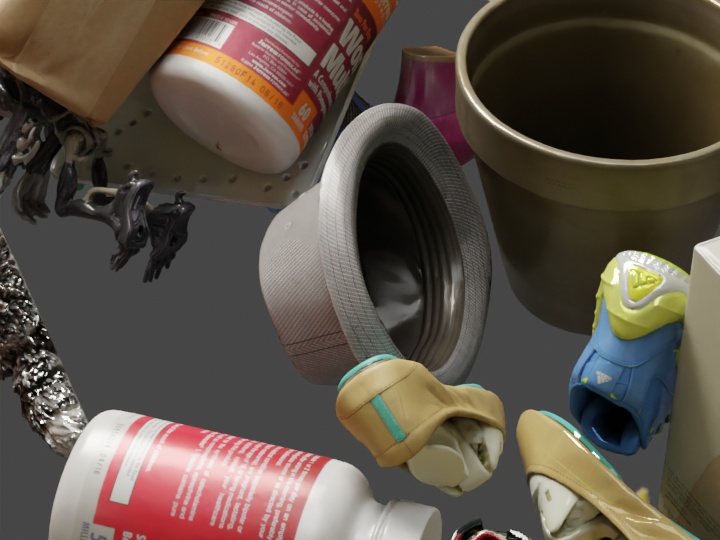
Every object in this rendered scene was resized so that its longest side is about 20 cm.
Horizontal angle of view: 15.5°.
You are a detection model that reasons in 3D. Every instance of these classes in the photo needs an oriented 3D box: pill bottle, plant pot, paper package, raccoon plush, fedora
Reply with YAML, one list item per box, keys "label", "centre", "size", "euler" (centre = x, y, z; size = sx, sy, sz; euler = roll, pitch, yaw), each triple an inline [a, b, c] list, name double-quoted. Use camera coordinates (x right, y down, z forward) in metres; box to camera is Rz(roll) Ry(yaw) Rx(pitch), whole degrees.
- label: "pill bottle"
  centre: [-0.061, 0.150, 1.449]
  size: [0.199, 0.113, 0.113]
  euler: [12, 41, 13]
- label: "plant pot"
  centre: [0.154, -0.060, 1.653]
  size: [0.198, 0.174, 0.201]
  euler: [1, 39, 0]
- label: "paper package"
  centre: [-0.142, -0.217, 1.686]
  size: [0.103, 0.200, 0.191]
  euler: [36, 15, -15]
- label: "raccoon plush"
  centre: [-0.258, 0.045, 1.595]
  size: [0.133, 0.097, 0.200]
  euler: [-25, 50, -7]
- label: "pill bottle"
  centre: [-0.040, -0.170, 1.683]
  size: [0.109, 0.110, 0.201]
  euler: [24, 70, 25]
- label: "fedora"
  centre: [0.000, 0.000, 1.620]
  size: [0.090, 0.177, 0.201]
  euler: [-16, 32, 27]

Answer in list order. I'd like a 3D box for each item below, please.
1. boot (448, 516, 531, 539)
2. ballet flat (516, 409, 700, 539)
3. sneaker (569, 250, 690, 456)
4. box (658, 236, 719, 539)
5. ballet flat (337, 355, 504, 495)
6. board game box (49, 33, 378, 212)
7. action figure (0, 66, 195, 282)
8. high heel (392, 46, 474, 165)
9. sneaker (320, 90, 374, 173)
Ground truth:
- label: "boot"
  centre: [0.073, 0.178, 1.386]
  size: [0.073, 0.154, 0.204]
  euler: [5, 41, 5]
- label: "ballet flat"
  centre: [0.141, 0.150, 1.493]
  size: [0.063, 0.069, 0.200]
  euler: [-37, 50, -18]
- label: "sneaker"
  centre: [0.161, 0.061, 1.544]
  size: [0.075, 0.200, 0.105]
  euler: [25, 81, 25]
- label: "box"
  centre: [0.232, 0.071, 1.479]
  size: [0.094, 0.201, 0.078]
  euler: [-18, 44, -21]
- label: "ballet flat"
  centre: [0.042, 0.098, 1.483]
  size: [0.069, 0.200, 0.063]
  euler: [-39, 68, 12]
- label: "board game box"
  centre: [-0.085, -0.130, 1.763]
  size: [0.199, 0.026, 0.201]
  euler: [7, 62, 28]
- label: "action figure"
  centre: [-0.206, -0.072, 1.693]
  size: [0.200, 0.102, 0.119]
  euler: [41, 15, 18]
- label: "high heel"
  centre: [0.102, -0.102, 1.815]
  size: [0.199, 0.097, 0.067]
  euler: [-4, 18, -40]
- label: "sneaker"
  centre: [-0.045, -0.136, 1.831]
  size: [0.078, 0.076, 0.201]
  euler: [-8, 48, -24]
